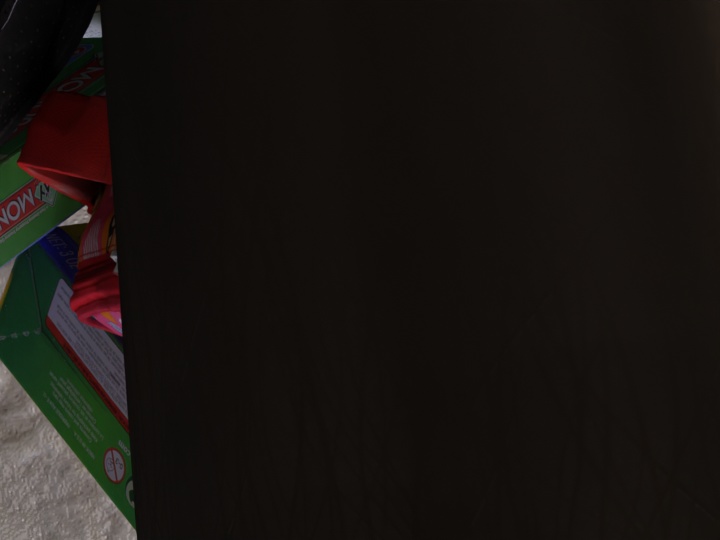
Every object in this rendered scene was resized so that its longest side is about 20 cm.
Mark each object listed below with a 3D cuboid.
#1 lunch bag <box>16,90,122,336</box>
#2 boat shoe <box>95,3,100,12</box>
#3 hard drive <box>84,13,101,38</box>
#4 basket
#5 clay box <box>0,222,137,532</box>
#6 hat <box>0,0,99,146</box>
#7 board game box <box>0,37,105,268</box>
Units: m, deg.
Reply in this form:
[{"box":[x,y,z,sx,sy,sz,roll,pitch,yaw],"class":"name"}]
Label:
[{"box":[0.000,0.000,0.727,0.175,0.082,0.200,22,175,-8],"class":"lunch bag"},{"box":[-0.127,-0.089,0.748,0.199,0.072,0.068,-18,-179,-25],"class":"boat shoe"},{"box":[-0.091,-0.077,0.975,0.131,0.025,0.200,32,166,-18],"class":"hard drive"},{"box":[0.015,-0.033,0.545,0.135,0.202,0.180,-8,-179,-14],"class":"basket"},{"box":[0.003,0.028,0.889,0.199,0.048,0.115,-10,-135,-41],"class":"clay box"},{"box":[-0.125,-0.072,0.646,0.201,0.081,0.201,-48,168,-13],"class":"hat"},{"box":[-0.155,-0.014,0.851,0.134,0.029,0.200,4,-150,37],"class":"board game box"}]
